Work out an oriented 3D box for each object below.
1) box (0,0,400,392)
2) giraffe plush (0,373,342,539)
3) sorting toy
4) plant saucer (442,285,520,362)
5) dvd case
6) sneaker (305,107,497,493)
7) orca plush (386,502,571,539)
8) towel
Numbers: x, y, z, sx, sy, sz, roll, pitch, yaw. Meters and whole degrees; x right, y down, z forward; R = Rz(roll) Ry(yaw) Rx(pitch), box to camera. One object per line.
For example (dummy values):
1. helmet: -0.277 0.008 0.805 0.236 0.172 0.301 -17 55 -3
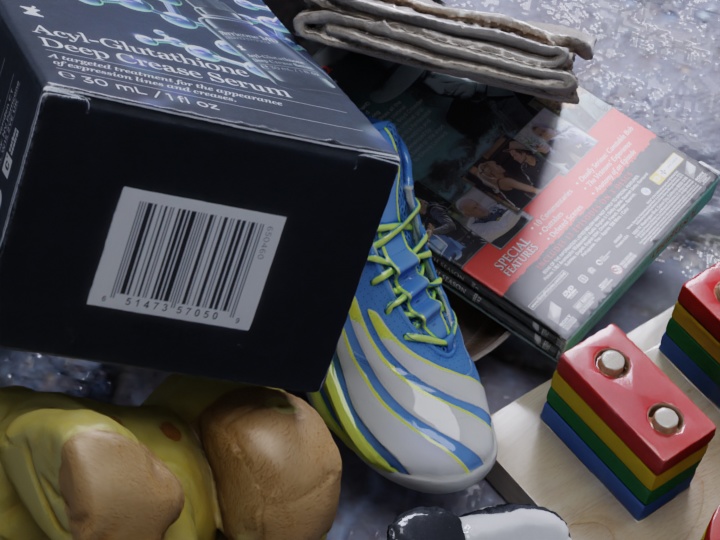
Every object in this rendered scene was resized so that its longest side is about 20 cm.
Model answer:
1. box: -0.095 -0.050 0.894 0.147 0.108 0.200 9 22 -26
2. giraffe plush: -0.078 0.096 0.891 0.161 0.174 0.200 -13 35 -33
3. sorting toy: 0.189 0.086 0.992 0.199 0.070 0.199 -28 60 -29
4. plant saucer: -0.008 -0.016 1.066 0.198 0.032 0.201 5 49 -6
5. dvd case: 0.058 -0.055 1.077 0.199 0.022 0.146 34 53 16
6. sneaker: 0.000 0.000 0.962 0.075 0.105 0.201 -24 64 -22
7. orca plush: 0.006 0.167 0.915 0.105 0.071 0.200 51 59 -26
8. towel: 0.040 -0.107 1.004 0.131 0.035 0.200 15 6 1
